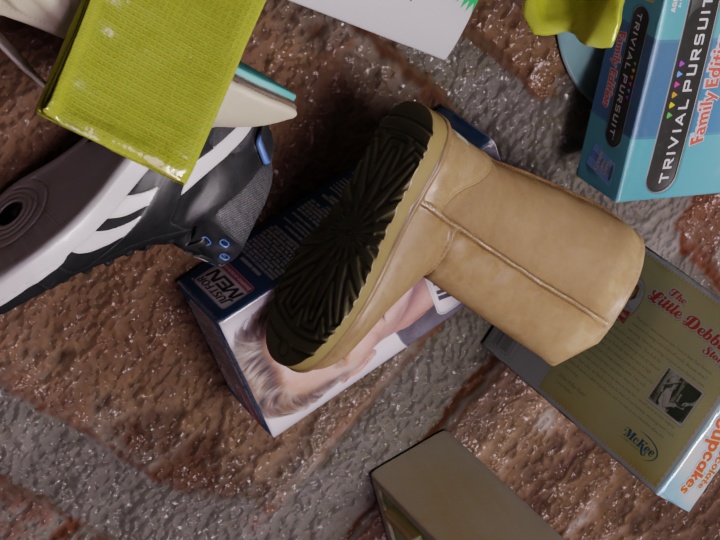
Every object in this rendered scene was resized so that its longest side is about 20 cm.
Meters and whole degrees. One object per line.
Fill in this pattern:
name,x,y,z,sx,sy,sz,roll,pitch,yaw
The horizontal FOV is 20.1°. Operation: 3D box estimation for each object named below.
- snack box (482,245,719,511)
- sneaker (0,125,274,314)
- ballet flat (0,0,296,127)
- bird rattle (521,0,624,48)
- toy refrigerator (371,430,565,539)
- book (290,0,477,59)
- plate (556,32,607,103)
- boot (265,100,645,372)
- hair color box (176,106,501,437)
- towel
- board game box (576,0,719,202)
snack box,0.169,0.049,1.272,0.037,0.200,0.117,29,98,-39
sneaker,-0.124,-0.021,1.118,0.200,0.073,0.112,-43,130,-8
ballet flat,-0.129,-0.112,1.040,0.199,0.069,0.070,31,97,-14
bird rattle,0.120,-0.225,1.081,0.162,0.113,0.201,15,123,-20
toy refrigerator,0.086,0.193,1.299,0.070,0.200,0.076,-28,129,-17
book,0.000,-0.206,1.121,0.199,0.048,0.134,14,108,-42
plate,0.210,-0.184,1.284,0.199,0.026,0.201,-16,123,-26
boot,0.062,0.014,1.189,0.200,0.066,0.176,30,96,-40
hair color box,0.000,0.000,1.224,0.199,0.060,0.100,-34,129,-13
towel,-0.083,-0.151,1.008,0.086,0.018,0.201,25,82,-15
board game box,0.243,-0.127,1.292,0.199,0.047,0.152,-7,120,-32
